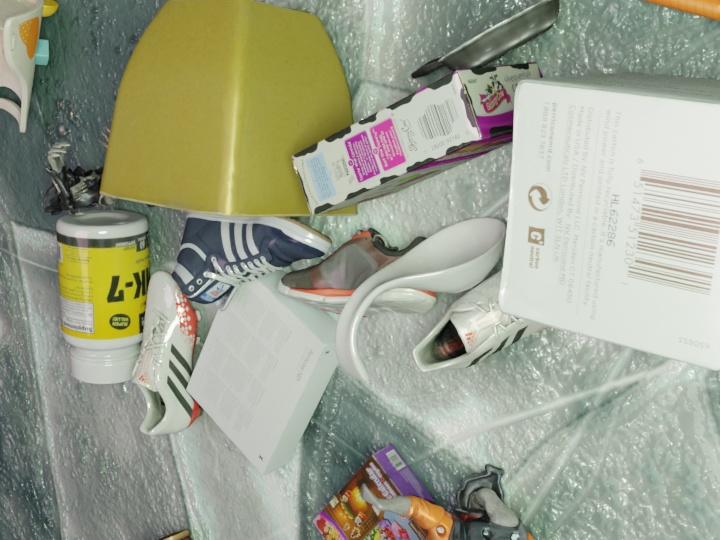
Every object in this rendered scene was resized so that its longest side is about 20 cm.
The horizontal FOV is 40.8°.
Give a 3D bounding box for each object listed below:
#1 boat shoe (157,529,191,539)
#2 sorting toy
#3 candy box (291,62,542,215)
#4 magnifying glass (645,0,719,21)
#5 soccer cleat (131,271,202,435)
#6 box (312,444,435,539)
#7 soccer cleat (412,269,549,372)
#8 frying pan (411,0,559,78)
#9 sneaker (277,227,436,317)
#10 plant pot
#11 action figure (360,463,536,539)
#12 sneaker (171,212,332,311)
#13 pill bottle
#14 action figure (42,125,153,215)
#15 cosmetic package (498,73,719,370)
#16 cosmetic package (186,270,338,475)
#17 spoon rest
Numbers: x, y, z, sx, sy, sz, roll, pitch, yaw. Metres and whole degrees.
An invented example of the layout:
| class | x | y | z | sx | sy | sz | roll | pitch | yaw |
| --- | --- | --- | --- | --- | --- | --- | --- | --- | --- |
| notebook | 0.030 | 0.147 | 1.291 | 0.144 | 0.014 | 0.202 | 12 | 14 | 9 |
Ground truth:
| class | x | y | z | sx | sy | sz | roll | pitch | yaw |
| --- | --- | --- | --- | --- | --- | --- | --- | --- | --- |
| boat shoe | -0.276 | 0.403 | 1.304 | 0.200 | 0.070 | 0.071 | -39 | 68 | 47 |
| sorting toy | -0.485 | -0.288 | 1.307 | 0.199 | 0.106 | 0.182 | 31 | 126 | 30 |
| candy box | 0.055 | -0.117 | 0.862 | 0.199 | 0.136 | 0.062 | -21 | 89 | 40 |
| magnifying glass | 0.290 | -0.189 | 0.712 | 0.199 | 0.022 | 0.080 | 31 | 90 | 36 |
| soccer cleat | -0.243 | 0.104 | 1.185 | 0.068 | 0.085 | 0.203 | 6 | 104 | 38 |
| box | 0.048 | 0.307 | 1.030 | 0.201 | 0.039 | 0.137 | 51 | 127 | 19 |
| soccer cleat | 0.127 | 0.037 | 0.871 | 0.199 | 0.085 | 0.069 | -37 | 76 | 39 |
| frying pan | 0.092 | -0.185 | 0.833 | 0.189 | 0.115 | 0.031 | -24 | 97 | 41 |
| sneaker | 0.000 | 0.000 | 0.994 | 0.198 | 0.077 | 0.083 | -1 | 74 | 38 |
| plant pot | -0.124 | -0.165 | 0.973 | 0.194 | 0.193 | 0.203 | 12 | 100 | 37 |
| action figure | 0.089 | 0.288 | 0.901 | 0.105 | 0.190 | 0.203 | 175 | 98 | -76 |
| sneaker | -0.120 | -0.007 | 1.021 | 0.198 | 0.070 | 0.110 | 12 | 79 | 38 |
| pill bottle | -0.323 | 0.032 | 1.227 | 0.113 | 0.114 | 0.203 | 13 | 109 | 37 |
| action figure | -0.324 | -0.124 | 1.197 | 0.198 | 0.119 | 0.103 | 1 | 118 | 30 |
| cosmetic package | 0.221 | -0.049 | 0.696 | 0.165 | 0.199 | 0.170 | 14 | 108 | 35 |
| cosmetic package | -0.110 | 0.108 | 1.108 | 0.151 | 0.051 | 0.202 | 43 | 124 | 27 |
| spoon rest | 0.052 | 0.011 | 0.867 | 0.099 | 0.200 | 0.061 | 13 | 140 | 57 |
